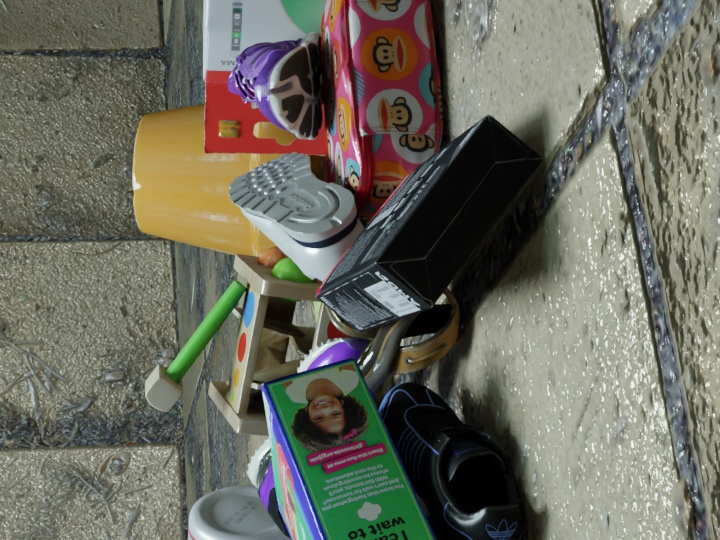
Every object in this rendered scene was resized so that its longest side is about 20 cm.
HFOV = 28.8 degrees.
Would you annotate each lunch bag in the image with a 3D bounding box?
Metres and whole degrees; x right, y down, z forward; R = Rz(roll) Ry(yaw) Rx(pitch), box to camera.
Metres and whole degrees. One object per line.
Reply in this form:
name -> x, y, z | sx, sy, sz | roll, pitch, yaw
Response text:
lunch bag -> 0.012, -0.143, 1.159 | 0.176, 0.082, 0.200 | 130, 137, -78

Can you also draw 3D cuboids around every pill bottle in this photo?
pill bottle -> -0.117, 0.322, 1.376 | 0.109, 0.109, 0.200 | -118, 30, -64

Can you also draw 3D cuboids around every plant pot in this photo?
plant pot -> -0.136, -0.099, 1.462 | 0.200, 0.183, 0.200 | 3, -90, -87

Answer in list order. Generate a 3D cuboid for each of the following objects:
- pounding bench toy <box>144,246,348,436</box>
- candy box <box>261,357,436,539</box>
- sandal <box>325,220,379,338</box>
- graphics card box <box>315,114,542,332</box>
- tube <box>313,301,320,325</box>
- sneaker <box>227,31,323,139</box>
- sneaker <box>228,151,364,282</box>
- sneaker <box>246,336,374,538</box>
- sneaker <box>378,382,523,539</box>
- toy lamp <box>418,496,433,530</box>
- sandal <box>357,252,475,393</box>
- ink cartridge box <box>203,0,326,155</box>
pounding bench toy -> -0.088, 0.057, 1.269 | 0.124, 0.200, 0.156 | -146, 65, -69
candy box -> 0.000, 0.191, 0.967 | 0.169, 0.077, 0.200 | 87, 161, -49
sandal -> 0.000, 0.000, 1.207 | 0.200, 0.080, 0.054 | -102, 19, -55
graphics card box -> 0.040, -0.026, 0.952 | 0.125, 0.051, 0.200 | -52, 5, -14
tube -> -0.027, 0.011, 1.412 | 0.052, 0.058, 0.200 | 23, 124, 34
sneaker -> -0.074, -0.155, 1.188 | 0.200, 0.083, 0.081 | -88, -6, -76
sneaker -> -0.048, -0.037, 1.147 | 0.081, 0.076, 0.200 | 62, 173, -29
sneaker -> -0.026, 0.148, 1.168 | 0.200, 0.070, 0.100 | -62, 35, 34
sneaker -> 0.065, 0.130, 0.964 | 0.200, 0.070, 0.078 | -119, 31, -50
toy lamp -> 0.040, 0.179, 1.087 | 0.200, 0.058, 0.058 | -153, 63, -75
sandal -> 0.040, 0.052, 1.050 | 0.200, 0.055, 0.082 | -58, -1, 31
ink cartridge box -> -0.065, -0.202, 1.300 | 0.050, 0.161, 0.200 | -122, 33, -73
